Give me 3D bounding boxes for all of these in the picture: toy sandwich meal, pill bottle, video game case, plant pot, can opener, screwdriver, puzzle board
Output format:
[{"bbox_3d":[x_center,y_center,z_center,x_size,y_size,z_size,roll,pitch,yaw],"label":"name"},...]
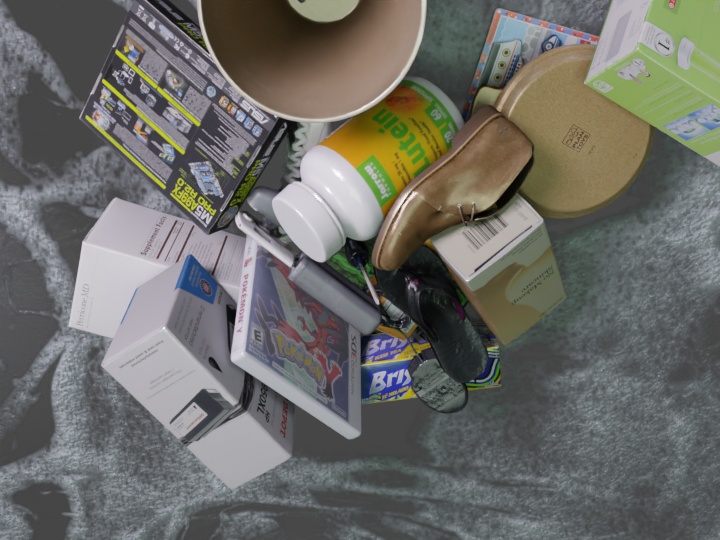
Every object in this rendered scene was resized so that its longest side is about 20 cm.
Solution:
[{"bbox_3d":[0.216,-0.149,0.808,0.204,0.070,0.206,-2,111,-6],"label":"toy sandwich meal"},{"bbox_3d":[0.009,-0.102,0.773,0.200,0.111,0.111,-42,116,-17],"label":"pill bottle"},{"bbox_3d":[-0.064,0.070,0.845,0.023,0.183,0.200,-26,132,26],"label":"video game case"},{"bbox_3d":[-0.040,-0.259,0.687,0.186,0.200,0.188,0,119,0],"label":"plant pot"},{"bbox_3d":[-0.048,-0.013,0.813,0.200,0.053,0.067,37,106,-14],"label":"can opener"},{"bbox_3d":[0.000,0.000,0.823,0.029,0.200,0.028,0,109,-4],"label":"screwdriver"},{"bbox_3d":[0.191,-0.174,0.837,0.150,0.017,0.201,13,117,-7],"label":"puzzle board"}]

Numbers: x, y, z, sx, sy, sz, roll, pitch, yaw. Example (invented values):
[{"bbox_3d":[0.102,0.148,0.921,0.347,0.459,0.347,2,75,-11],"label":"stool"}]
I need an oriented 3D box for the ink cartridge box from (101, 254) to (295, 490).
[{"bbox_3d":[-0.157,0.106,0.782,0.084,0.145,0.200,-30,117,15],"label":"ink cartridge box"}]

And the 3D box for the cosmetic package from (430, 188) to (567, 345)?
[{"bbox_3d":[0.161,-0.001,0.835,0.105,0.071,0.200,-39,147,3],"label":"cosmetic package"}]

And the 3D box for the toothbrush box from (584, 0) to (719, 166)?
[{"bbox_3d":[0.343,-0.212,0.737,0.199,0.086,0.146,25,74,-12],"label":"toothbrush box"}]

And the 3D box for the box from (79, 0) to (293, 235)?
[{"bbox_3d":[-0.185,-0.163,0.782,0.200,0.044,0.160,41,118,7],"label":"box"}]

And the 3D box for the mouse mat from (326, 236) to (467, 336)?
[{"bbox_3d":[0.041,0.018,0.949,0.199,0.008,0.161,25,116,-14],"label":"mouse mat"}]

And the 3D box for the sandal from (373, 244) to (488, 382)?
[{"bbox_3d":[0.089,0.045,0.842,0.075,0.048,0.201,-39,109,-6],"label":"sandal"}]

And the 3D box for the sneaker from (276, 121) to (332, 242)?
[{"bbox_3d":[-0.049,-0.121,0.842,0.081,0.075,0.201,5,127,-11],"label":"sneaker"}]

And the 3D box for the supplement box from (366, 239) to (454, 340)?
[{"bbox_3d":[0.079,-0.013,0.890,0.069,0.067,0.200,29,117,-19],"label":"supplement box"}]

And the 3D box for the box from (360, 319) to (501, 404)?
[{"bbox_3d":[0.076,0.118,0.959,0.199,0.070,0.065,-8,117,2],"label":"box"}]

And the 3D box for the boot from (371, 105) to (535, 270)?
[{"bbox_3d":[0.092,-0.067,0.740,0.075,0.074,0.200,43,94,19],"label":"boot"}]

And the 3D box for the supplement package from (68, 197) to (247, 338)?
[{"bbox_3d":[-0.223,0.017,0.884,0.199,0.120,0.122,17,119,-8],"label":"supplement package"}]

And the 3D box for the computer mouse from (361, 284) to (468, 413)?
[{"bbox_3d":[0.064,0.094,0.895,0.058,0.034,0.200,-33,105,10],"label":"computer mouse"}]
